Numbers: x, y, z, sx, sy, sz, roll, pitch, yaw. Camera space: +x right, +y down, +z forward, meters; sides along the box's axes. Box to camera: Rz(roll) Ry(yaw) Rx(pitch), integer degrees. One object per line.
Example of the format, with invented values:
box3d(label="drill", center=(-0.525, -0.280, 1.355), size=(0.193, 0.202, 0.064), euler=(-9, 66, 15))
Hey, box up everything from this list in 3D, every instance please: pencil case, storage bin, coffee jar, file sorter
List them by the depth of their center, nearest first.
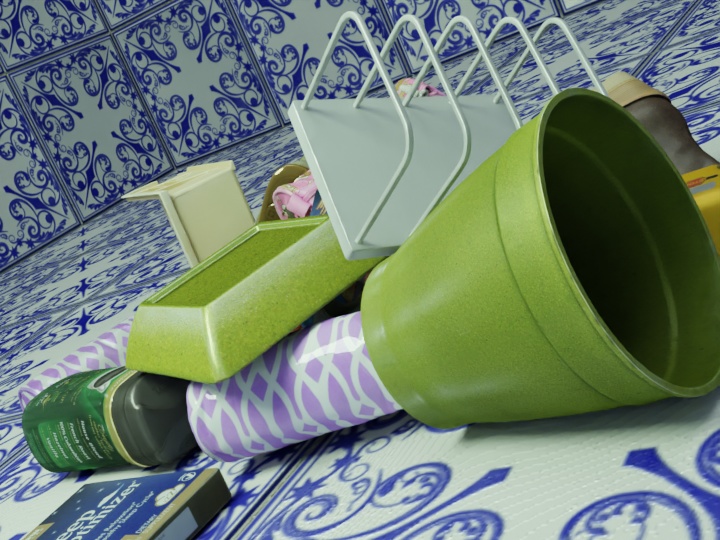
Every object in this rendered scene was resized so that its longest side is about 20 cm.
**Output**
box3d(label="file sorter", center=(0.074, -0.108, 0.805), size=(0.198, 0.140, 0.125), euler=(-6, -30, -29))
box3d(label="pencil case", center=(-0.040, 0.088, 0.846), size=(0.198, 0.085, 0.085), euler=(-19, -5, 24))
box3d(label="coffee jar", center=(-0.224, 0.136, 1.017), size=(0.199, 0.086, 0.104), euler=(-13, 14, 43))
box3d(label="pencil case", center=(0.007, -0.101, 1.031), size=(0.200, 0.087, 0.082), euler=(-44, 34, -21))
box3d(label="pencil case", center=(-0.283, 0.118, 1.214), size=(0.085, 0.085, 0.199), euler=(21, 44, 39))
box3d(label="storage bin", center=(-0.178, -0.015, 1.255), size=(0.093, 0.202, 0.198), euler=(-28, 14, -22))

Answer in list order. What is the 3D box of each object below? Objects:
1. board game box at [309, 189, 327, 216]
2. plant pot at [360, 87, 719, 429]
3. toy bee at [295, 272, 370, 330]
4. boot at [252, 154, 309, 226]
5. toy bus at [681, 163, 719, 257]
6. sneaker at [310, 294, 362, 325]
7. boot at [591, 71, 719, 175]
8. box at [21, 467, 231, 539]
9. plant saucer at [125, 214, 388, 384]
box3d(label="board game box", center=(0.072, -0.028, 0.947), size=(0.198, 0.035, 0.135), euler=(20, -13, -31))
box3d(label="plant pot", center=(0.107, 0.015, 0.718), size=(0.192, 0.201, 0.200), euler=(-29, 8, 39))
box3d(label="toy bee", center=(-0.044, 0.025, 1.023), size=(0.198, 0.110, 0.131), euler=(-8, -31, -18))
box3d(label="boot", center=(-0.078, -0.034, 1.152), size=(0.072, 0.202, 0.156), euler=(21, 20, 4))
box3d(label="toy bus", center=(0.244, -0.032, 0.867), size=(0.198, 0.066, 0.078), euler=(-18, 15, 26))
box3d(label="sneaker", center=(0.049, 0.035, 0.926), size=(0.198, 0.082, 0.077), euler=(-20, 13, 15))
box3d(label="boot", center=(0.211, -0.073, 0.972), size=(0.200, 0.072, 0.167), euler=(-42, 47, 15))
box3d(label="box", center=(-0.208, 0.207, 0.842), size=(0.199, 0.033, 0.121), euler=(-16, 17, 37))
box3d(label="plant saucer", center=(-0.094, 0.012, 0.898), size=(0.199, 0.048, 0.199), euler=(-37, 18, -28))
